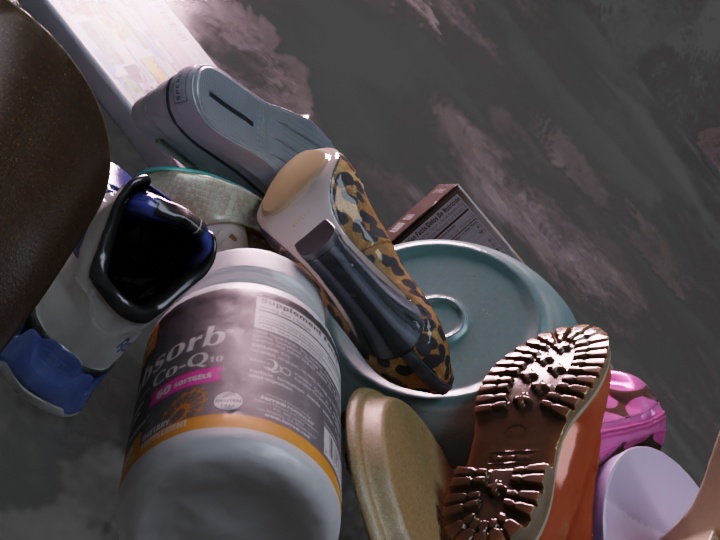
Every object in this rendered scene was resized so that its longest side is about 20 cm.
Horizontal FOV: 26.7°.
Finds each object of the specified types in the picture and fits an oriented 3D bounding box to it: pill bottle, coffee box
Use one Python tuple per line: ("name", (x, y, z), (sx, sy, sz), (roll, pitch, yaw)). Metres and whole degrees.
("pill bottle", (-0.068, 0.079, 0.838), (0.116, 0.116, 0.200), (41, 23, -24))
("coffee box", (0.109, 0.027, 1.273), (0.200, 0.080, 0.114), (49, -3, -5))

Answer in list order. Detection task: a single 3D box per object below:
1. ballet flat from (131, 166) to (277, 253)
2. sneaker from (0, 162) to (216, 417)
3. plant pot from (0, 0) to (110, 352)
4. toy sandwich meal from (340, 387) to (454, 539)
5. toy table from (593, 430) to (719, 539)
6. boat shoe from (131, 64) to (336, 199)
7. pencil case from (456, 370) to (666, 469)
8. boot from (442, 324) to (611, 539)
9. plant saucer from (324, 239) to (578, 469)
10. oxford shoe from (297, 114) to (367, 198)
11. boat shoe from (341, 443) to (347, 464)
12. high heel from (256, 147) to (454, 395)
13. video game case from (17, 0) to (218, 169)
("ballet flat", (-0.080, -0.016, 1.038), (0.200, 0.067, 0.062), (22, 45, -51))
("sneaker", (-0.129, -0.011, 0.858), (0.081, 0.115, 0.199), (43, 23, -22))
("plant pot", (-0.218, 0.002, 0.617), (0.187, 0.187, 0.200), (40, 39, -26))
("toy sandwich meal", (0.020, 0.168, 0.876), (0.205, 0.070, 0.205), (60, 15, -27))
("toy table", (0.232, 0.197, 0.977), (0.184, 0.117, 0.200), (-7, 70, -39))
("boat shoe", (-0.080, -0.084, 1.081), (0.200, 0.067, 0.074), (40, 48, -44))
("pencil case", (0.151, 0.118, 1.089), (0.200, 0.094, 0.091), (-7, 76, -57))
("boot", (0.114, 0.124, 0.931), (0.107, 0.075, 0.200), (62, 40, -33))
("plant saucer", (0.051, 0.043, 1.023), (0.036, 0.200, 0.200), (86, -11, -47))
("oxford shoe", (-0.016, -0.041, 1.188), (0.200, 0.058, 0.075), (55, 18, -22))
("boat shoe", (0.039, 0.099, 1.089), (0.076, 0.072, 0.200), (44, 17, 23))
("high heel", (0.000, 0.000, 1.001), (0.143, 0.071, 0.200), (51, 9, -24))
("video game case", (-0.152, -0.143, 1.152), (0.200, 0.022, 0.182), (52, 22, 0))
